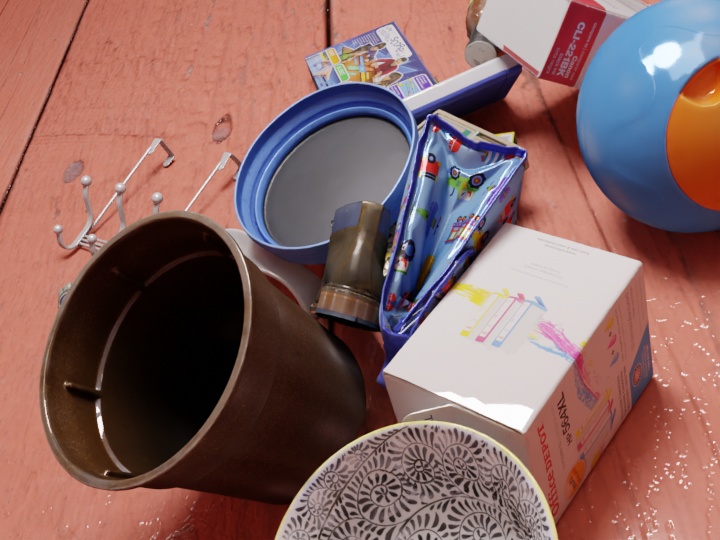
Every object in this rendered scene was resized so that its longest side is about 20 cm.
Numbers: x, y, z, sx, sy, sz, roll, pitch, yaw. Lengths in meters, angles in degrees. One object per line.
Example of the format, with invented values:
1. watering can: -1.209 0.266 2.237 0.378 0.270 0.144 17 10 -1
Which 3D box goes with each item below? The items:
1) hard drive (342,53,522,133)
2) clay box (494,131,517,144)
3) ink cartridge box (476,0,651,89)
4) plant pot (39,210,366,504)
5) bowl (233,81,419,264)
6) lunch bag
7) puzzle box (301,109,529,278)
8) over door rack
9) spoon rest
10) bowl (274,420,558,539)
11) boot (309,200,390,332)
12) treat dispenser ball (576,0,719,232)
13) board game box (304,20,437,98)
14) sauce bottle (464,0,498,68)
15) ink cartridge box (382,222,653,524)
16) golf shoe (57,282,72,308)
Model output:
1. hard drive: 0.075 -0.176 1.125 0.197 0.026 0.132 -24 -4 -2
2. clay box: 0.064 -0.079 1.056 0.196 0.048 0.116 -6 43 21
3. ink cartridge box: 0.243 -0.242 1.055 0.197 0.085 0.145 7 28 -27
4. plant pot: -0.104 0.085 0.786 0.197 0.198 0.204 -14 62 29
5. bowl: -0.031 -0.095 0.997 0.197 0.039 0.204 -15 52 20
6. lunch bag: 0.057 0.004 0.841 0.093 0.151 0.203 21 71 12
7. puzzle box: 0.053 -0.074 1.001 0.199 0.026 0.132 -42 45 -17
8. over door rack: -0.258 -0.093 1.217 0.146 0.067 0.201 14 51 37
9. spoon rest: -0.121 0.000 1.044 0.197 0.061 0.100 13 51 36
10. bowl: 0.044 0.211 0.668 0.197 0.094 0.204 -13 55 18
11. boot: 0.000 0.000 0.889 0.073 0.200 0.099 15 86 -3
12. treat dispenser ball: 0.289 -0.135 0.888 0.197 0.203 0.203 -13 38 11
13. board game box: 0.013 -0.239 1.282 0.133 0.035 0.201 -21 38 0
14. sauce bottle: 0.165 -0.324 1.288 0.065 0.067 0.202 -3 43 23
15. ink cartridge box: 0.117 0.088 0.766 0.124 0.130 0.200 18 53 36
16. golf shoe: -0.224 0.026 1.035 0.199 0.078 0.099 -36 53 25
